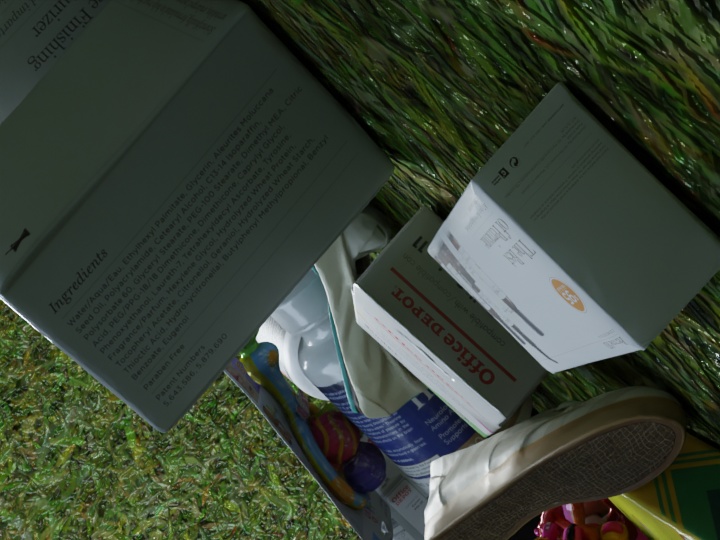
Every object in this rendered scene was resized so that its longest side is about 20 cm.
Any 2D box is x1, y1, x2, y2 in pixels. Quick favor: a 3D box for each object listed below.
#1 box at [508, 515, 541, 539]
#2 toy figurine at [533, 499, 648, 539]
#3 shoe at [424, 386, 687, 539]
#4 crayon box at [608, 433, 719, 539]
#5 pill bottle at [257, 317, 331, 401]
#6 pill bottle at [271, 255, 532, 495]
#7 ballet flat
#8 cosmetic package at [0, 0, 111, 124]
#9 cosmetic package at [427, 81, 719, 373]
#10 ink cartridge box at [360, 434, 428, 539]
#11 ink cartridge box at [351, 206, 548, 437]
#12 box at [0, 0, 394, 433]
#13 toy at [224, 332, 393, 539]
[{"bbox_3d":[0.148,0.244,1.200,0.148,0.200,0.124,41,175,11],"label":"box"},{"bbox_3d":[0.146,0.182,1.033,0.185,0.148,0.201,-84,-24,-55],"label":"toy figurine"},{"bbox_3d":[0.097,0.099,0.884,0.069,0.054,0.200,18,145,-29],"label":"shoe"},{"bbox_3d":[0.203,0.148,0.864,0.127,0.051,0.200,46,173,-21],"label":"crayon box"},{"bbox_3d":[-0.035,0.046,1.468,0.116,0.116,0.200,47,174,-37],"label":"pill bottle"},{"bbox_3d":[0.025,0.064,1.197,0.200,0.111,0.111,45,174,-19],"label":"pill bottle"},{"bbox_3d":[0.000,0.000,1.092,0.069,0.069,0.202,-153,43,-71],"label":"ballet flat"},{"bbox_3d":[-0.196,-0.122,1.121,0.200,0.165,0.165,43,174,-4],"label":"cosmetic package"},{"bbox_3d":[0.075,-0.007,0.630,0.082,0.051,0.200,42,174,3],"label":"cosmetic package"},{"bbox_3d":[0.078,0.169,1.356,0.200,0.147,0.083,44,-174,-10],"label":"ink cartridge box"},{"bbox_3d":[0.057,0.032,0.958,0.117,0.067,0.200,42,175,5],"label":"ink cartridge box"},{"bbox_3d":[-0.119,-0.048,0.938,0.131,0.200,0.199,44,175,-28],"label":"box"},{"bbox_3d":[-0.025,0.119,1.235,0.200,0.047,0.115,49,-168,-12],"label":"toy"}]
